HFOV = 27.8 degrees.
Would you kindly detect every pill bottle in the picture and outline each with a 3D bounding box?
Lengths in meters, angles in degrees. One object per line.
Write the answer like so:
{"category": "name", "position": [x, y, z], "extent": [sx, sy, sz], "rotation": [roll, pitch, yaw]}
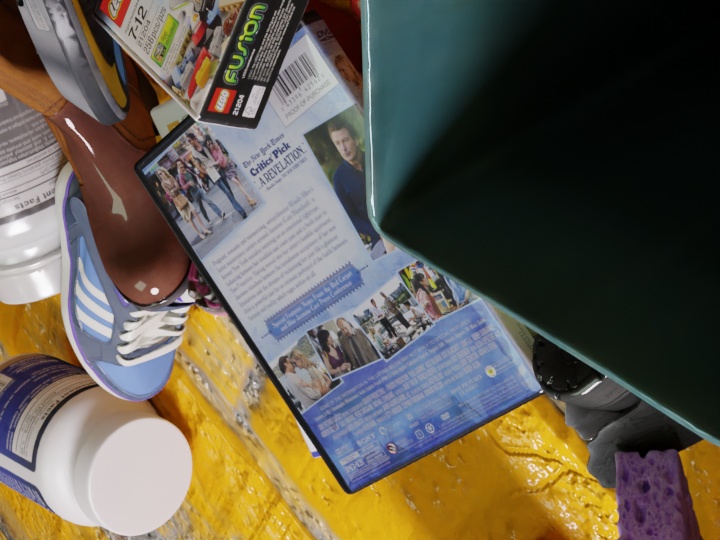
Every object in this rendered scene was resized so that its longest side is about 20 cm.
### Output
{"category": "pill bottle", "position": [-0.257, -0.082, 1.038], "extent": [0.111, 0.111, 0.200], "rotation": [11, 124, 50]}
{"category": "pill bottle", "position": [-0.230, 0.141, 1.185], "extent": [0.200, 0.116, 0.116], "rotation": [15, 128, 49]}

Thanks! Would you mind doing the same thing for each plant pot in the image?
{"category": "plant pot", "position": [0.120, -0.082, 0.430], "extent": [0.141, 0.200, 0.141], "rotation": [33, 141, 35]}

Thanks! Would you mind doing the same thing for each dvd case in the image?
{"category": "dvd case", "position": [-0.013, -0.002, 0.688], "extent": [0.143, 0.018, 0.200], "rotation": [-34, 89, 41]}

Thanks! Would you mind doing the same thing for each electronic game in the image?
{"category": "electronic game", "position": [-0.156, -0.172, 0.752], "extent": [0.200, 0.042, 0.200], "rotation": [164, 90, -90]}

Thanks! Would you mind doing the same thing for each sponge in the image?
{"category": "sponge", "position": [0.146, 0.179, 0.656], "extent": [0.030, 0.112, 0.200], "rotation": [-7, 138, 17]}

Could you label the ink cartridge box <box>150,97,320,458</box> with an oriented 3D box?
{"category": "ink cartridge box", "position": [-0.025, -0.009, 0.727], "extent": [0.095, 0.037, 0.200], "rotation": [-20, 95, 40]}

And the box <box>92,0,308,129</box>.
{"category": "box", "position": [-0.049, -0.176, 0.641], "extent": [0.110, 0.035, 0.200], "rotation": [44, 118, 41]}

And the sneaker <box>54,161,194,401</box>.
{"category": "sneaker", "position": [-0.141, 0.021, 0.992], "extent": [0.146, 0.081, 0.200], "rotation": [25, 130, 48]}

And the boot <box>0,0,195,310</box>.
{"category": "boot", "position": [-0.166, -0.090, 0.823], "extent": [0.200, 0.068, 0.188], "rotation": [48, -151, -57]}

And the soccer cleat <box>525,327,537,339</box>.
{"category": "soccer cleat", "position": [0.086, -0.027, 0.641], "extent": [0.084, 0.065, 0.200], "rotation": [43, 151, 27]}

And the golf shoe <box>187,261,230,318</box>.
{"category": "golf shoe", "position": [0.000, 0.000, 0.808], "extent": [0.200, 0.073, 0.092], "rotation": [-5, 155, 43]}

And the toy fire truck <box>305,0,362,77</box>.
{"category": "toy fire truck", "position": [0.026, -0.112, 0.679], "extent": [0.200, 0.049, 0.141], "rotation": [36, 142, 31]}

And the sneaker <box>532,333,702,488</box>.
{"category": "sneaker", "position": [0.148, 0.017, 0.604], "extent": [0.200, 0.104, 0.060], "rotation": [-43, 46, 25]}
